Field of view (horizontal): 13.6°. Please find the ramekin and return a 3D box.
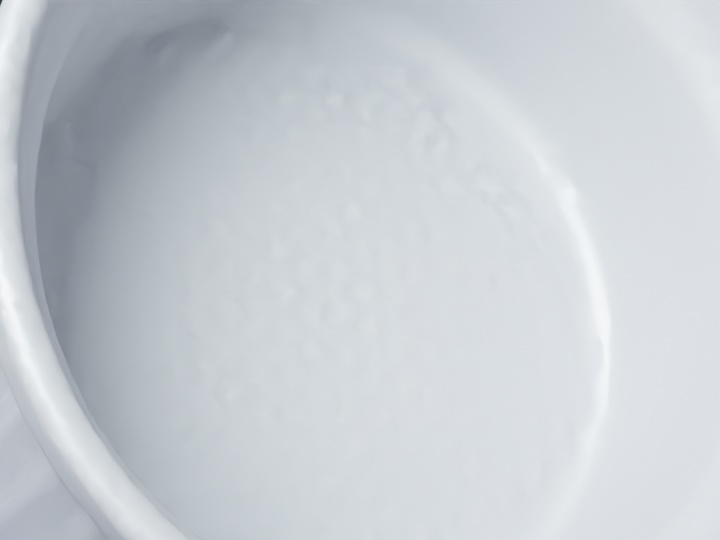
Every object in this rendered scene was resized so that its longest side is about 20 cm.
[{"bbox_3d":[0.000,0.000,0.650,0.098,0.200,0.201,-34,39,60],"label":"ramekin"}]
